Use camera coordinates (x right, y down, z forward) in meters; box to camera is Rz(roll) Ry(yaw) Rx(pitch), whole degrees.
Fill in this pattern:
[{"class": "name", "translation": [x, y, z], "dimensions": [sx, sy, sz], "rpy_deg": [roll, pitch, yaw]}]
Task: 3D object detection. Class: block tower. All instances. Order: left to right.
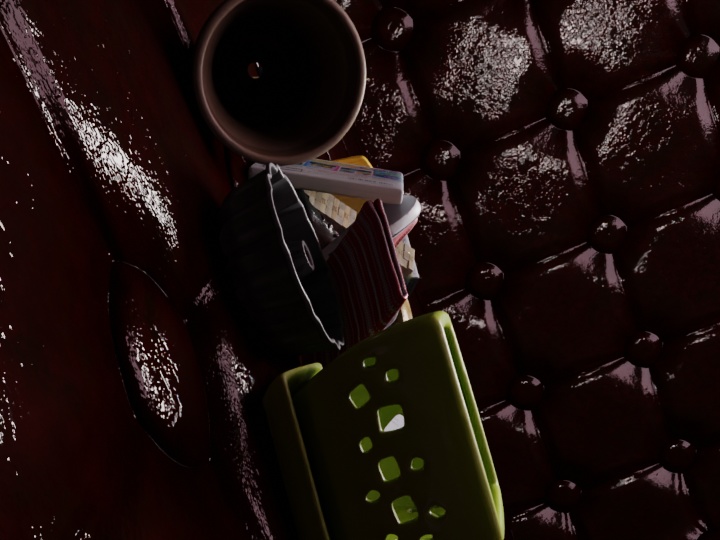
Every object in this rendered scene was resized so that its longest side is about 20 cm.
[{"class": "block tower", "translation": [-0.015, -0.049, 1.321], "dimensions": [0.199, 0.058, 0.054], "rpy_deg": [32, 36, -18]}]

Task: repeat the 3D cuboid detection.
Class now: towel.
[{"class": "towel", "translation": [-0.019, 0.035, 1.019], "dimensions": [0.022, 0.200, 0.146], "rpy_deg": [11, 46, -30]}]

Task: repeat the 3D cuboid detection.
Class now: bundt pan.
[{"class": "bundt pan", "translation": [-0.087, -0.003, 0.930], "dimensions": [0.202, 0.075, 0.204], "rpy_deg": [-20, 90, -84]}]

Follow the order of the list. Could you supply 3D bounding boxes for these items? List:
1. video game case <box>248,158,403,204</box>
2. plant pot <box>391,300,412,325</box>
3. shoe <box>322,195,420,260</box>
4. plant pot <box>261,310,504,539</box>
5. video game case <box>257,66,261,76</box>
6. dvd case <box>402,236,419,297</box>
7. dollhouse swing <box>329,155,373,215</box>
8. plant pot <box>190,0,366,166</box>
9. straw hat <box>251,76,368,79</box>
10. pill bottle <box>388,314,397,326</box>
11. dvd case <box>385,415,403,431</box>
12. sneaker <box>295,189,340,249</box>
[{"class": "video game case", "translation": [-0.040, -0.126, 1.222], "dimensions": [0.182, 0.197, 0.024], "rpy_deg": [-79, 178, -77]}, {"class": "plant pot", "translation": [0.050, 0.099, 1.531], "dimensions": [0.200, 0.027, 0.203], "rpy_deg": [176, -90, -72]}, {"class": "shoe", "translation": [0.010, -0.010, 1.210], "dimensions": [0.091, 0.199, 0.071], "rpy_deg": [57, -9, -30]}, {"class": "plant pot", "translation": [0.022, 0.158, 0.851], "dimensions": [0.199, 0.179, 0.203], "rpy_deg": [13, 61, -81]}, {"class": "video game case", "translation": [-0.128, -0.267, 1.616], "dimensions": [0.200, 0.019, 0.145], "rpy_deg": [32, 38, -77]}, {"class": "dvd case", "translation": [0.051, -0.037, 1.564], "dimensions": [0.143, 0.017, 0.202], "rpy_deg": [114, -33, -56]}, {"class": "dollhouse swing", "translation": [-0.047, -0.169, 1.425], "dimensions": [0.200, 0.179, 0.178], "rpy_deg": [-90, 169, -70]}, {"class": "plant pot", "translation": [-0.110, -0.233, 1.077], "dimensions": [0.202, 0.198, 0.174], "rpy_deg": [67, -11, -19]}, {"class": "straw hat", "translation": [-0.080, -0.243, 1.347], "dimensions": [0.201, 0.198, 0.086], "rpy_deg": [-84, 174, -75]}, {"class": "pill bottle", "translation": [0.000, 0.000, 1.445], "dimensions": [0.201, 0.113, 0.115], "rpy_deg": [-103, 169, -51]}, {"class": "dvd case", "translation": [0.020, 0.167, 1.159], "dimensions": [0.143, 0.017, 0.202], "rpy_deg": [44, 40, -52]}, {"class": "sneaker", "translation": [-0.033, -0.044, 1.255], "dimensions": [0.076, 0.114, 0.202], "rpy_deg": [34, -33, 62]}]
